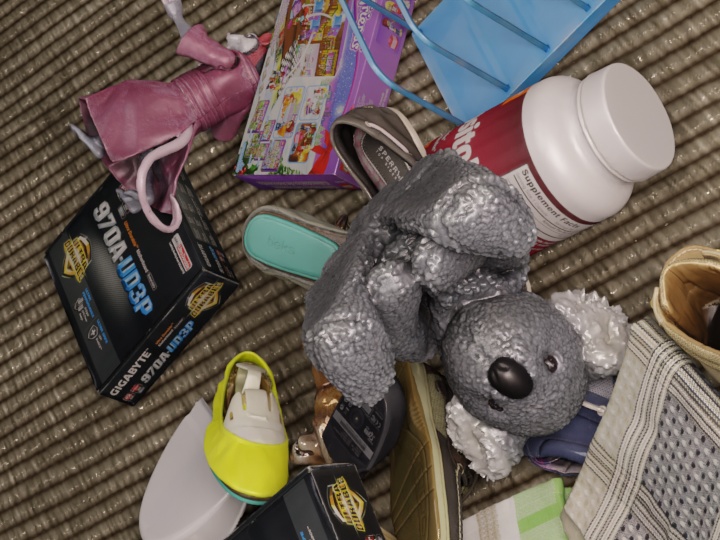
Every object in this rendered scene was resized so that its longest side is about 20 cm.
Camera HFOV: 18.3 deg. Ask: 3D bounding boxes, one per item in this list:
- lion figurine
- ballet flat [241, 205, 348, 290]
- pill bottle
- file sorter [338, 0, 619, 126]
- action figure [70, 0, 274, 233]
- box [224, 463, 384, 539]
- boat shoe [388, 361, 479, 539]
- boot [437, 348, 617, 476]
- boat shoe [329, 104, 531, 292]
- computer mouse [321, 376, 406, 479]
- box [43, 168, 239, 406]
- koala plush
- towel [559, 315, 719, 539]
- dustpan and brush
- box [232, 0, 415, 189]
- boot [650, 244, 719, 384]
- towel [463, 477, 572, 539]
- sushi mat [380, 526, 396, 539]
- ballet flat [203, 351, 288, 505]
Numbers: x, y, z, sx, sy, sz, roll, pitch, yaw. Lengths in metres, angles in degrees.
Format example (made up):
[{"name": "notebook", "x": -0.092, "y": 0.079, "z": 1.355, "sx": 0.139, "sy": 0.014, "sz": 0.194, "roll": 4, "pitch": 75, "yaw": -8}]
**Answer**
[{"name": "lion figurine", "x": -0.014, "y": 0.065, "z": 1.768, "sx": 0.072, "sy": 0.123, "sz": 0.200, "roll": 0, "pitch": 48, "yaw": 9}, {"name": "ballet flat", "x": 0.000, "y": 0.000, "z": 1.700, "sx": 0.200, "sy": 0.064, "sz": 0.067, "roll": 26, "pitch": 101, "yaw": 28}, {"name": "pill bottle", "x": 0.128, "y": -0.074, "z": 1.653, "sx": 0.200, "sy": 0.113, "sz": 0.113, "roll": -27, "pitch": 53, "yaw": 35}, {"name": "file sorter", "x": 0.096, "y": -0.231, "z": 1.759, "sx": 0.200, "sy": 0.123, "sz": 0.139, "roll": -45, "pitch": 44, "yaw": 23}, {"name": "action figure", "x": -0.149, "y": -0.151, "z": 1.960, "sx": 0.200, "sy": 0.134, "sz": 0.149, "roll": -35, "pitch": 36, "yaw": -10}, {"name": "box", "x": -0.029, "y": 0.264, "z": 1.618, "sx": 0.159, "sy": 0.046, "sz": 0.200, "roll": -43, "pitch": 60, "yaw": 40}, {"name": "boat shoe", "x": 0.058, "y": 0.141, "z": 1.641, "sx": 0.201, "sy": 0.066, "sz": 0.072, "roll": -102, "pitch": 32, "yaw": -47}, {"name": "boot", "x": 0.118, "y": 0.092, "z": 1.610, "sx": 0.200, "sy": 0.073, "sz": 0.090, "roll": 8, "pitch": 71, "yaw": 48}, {"name": "boat shoe", "x": 0.045, "y": -0.037, "z": 1.613, "sx": 0.067, "sy": 0.057, "sz": 0.200, "roll": -48, "pitch": 68, "yaw": 30}, {"name": "computer mouse", "x": -0.014, "y": 0.154, "z": 1.669, "sx": 0.059, "sy": 0.034, "sz": 0.200, "roll": 50, "pitch": 125, "yaw": 33}, {"name": "box", "x": -0.201, "y": 0.000, "z": 2.019, "sx": 0.159, "sy": 0.046, "sz": 0.200, "roll": -48, "pitch": 43, "yaw": 19}, {"name": "koala plush", "x": 0.082, "y": 0.035, "z": 1.516, "sx": 0.177, "sy": 0.200, "sz": 0.184, "roll": -46, "pitch": 13, "yaw": 9}, {"name": "towel", "x": 0.201, "y": 0.161, "z": 1.439, "sx": 0.193, "sy": 0.034, "sz": 0.200, "roll": 53, "pitch": 141, "yaw": 38}, {"name": "dustpan and brush", "x": -0.153, "y": 0.222, "z": 1.862, "sx": 0.200, "sy": 0.057, "sz": 0.140, "roll": -53, "pitch": 31, "yaw": 5}, {"name": "box", "x": -0.029, "y": -0.168, "z": 1.924, "sx": 0.137, "sy": 0.039, "sz": 0.200, "roll": 3, "pitch": 73, "yaw": 48}, {"name": "boot", "x": 0.233, "y": 0.025, "z": 1.452, "sx": 0.073, "sy": 0.155, "sz": 0.200, "roll": -42, "pitch": 45, "yaw": 10}, {"name": "towel", "x": 0.084, "y": 0.251, "z": 1.610, "sx": 0.200, "sy": 0.031, "sz": 0.149, "roll": -28, "pitch": 55, "yaw": 33}, {"name": "sushi mat", "x": 0.011, "y": 0.243, "z": 1.651, "sx": 0.200, "sy": 0.012, "sz": 0.096, "roll": 29, "pitch": 93, "yaw": 47}, {"name": "ballet flat", "x": -0.089, "y": 0.117, "z": 1.776, "sx": 0.200, "sy": 0.067, "sz": 0.067, "roll": -107, "pitch": 29, "yaw": -71}]
